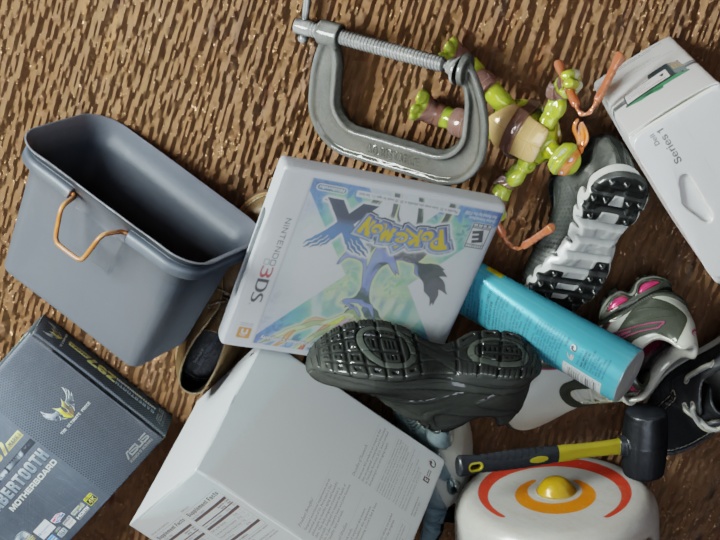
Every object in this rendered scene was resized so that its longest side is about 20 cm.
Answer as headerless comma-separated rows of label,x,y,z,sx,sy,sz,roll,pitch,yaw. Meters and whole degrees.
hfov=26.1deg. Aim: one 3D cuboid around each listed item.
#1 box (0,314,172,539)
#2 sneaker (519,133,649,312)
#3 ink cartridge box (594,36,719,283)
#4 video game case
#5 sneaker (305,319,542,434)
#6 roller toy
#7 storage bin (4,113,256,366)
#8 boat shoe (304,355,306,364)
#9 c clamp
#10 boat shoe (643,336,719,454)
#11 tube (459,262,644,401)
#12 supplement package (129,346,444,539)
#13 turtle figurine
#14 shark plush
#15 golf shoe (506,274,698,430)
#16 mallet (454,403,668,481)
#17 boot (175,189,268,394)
box,-0.298,0.164,1.444,0.158,0.051,0.200,41,105,-11
sneaker,0.190,-0.040,1.359,0.066,0.091,0.200,10,135,-15
ink cartridge box,0.271,-0.095,1.265,0.084,0.200,0.146,-32,106,10
video game case,0.000,0.000,1.309,0.200,0.022,0.183,9,122,-21
sneaker,0.051,0.099,1.325,0.199,0.076,0.091,7,128,-4
roller toy,0.176,0.250,1.393,0.182,0.200,0.140,-1,109,8
storage bin,-0.210,-0.017,1.316,0.200,0.145,0.135,35,118,15
boat shoe,-0.015,0.022,1.385,0.060,0.074,0.200,40,131,30
c clamp,0.023,-0.161,1.302,0.200,0.027,0.171,24,121,21
boat shoe,0.321,0.107,1.379,0.074,0.060,0.200,38,123,-13
tube,0.148,0.045,1.350,0.200,0.050,0.078,29,137,21
supplement package,-0.064,0.197,1.371,0.200,0.152,0.151,35,141,-11
turtle figurine,0.132,-0.130,1.310,0.161,0.064,0.200,35,123,14
shark plush,0.065,0.171,1.452,0.083,0.091,0.200,8,128,23
golf shoe,0.207,0.088,1.382,0.200,0.088,0.077,-39,129,15
mallet,0.181,0.151,1.365,0.199,0.041,0.066,2,107,-18
boot,-0.109,0.024,1.381,0.073,0.075,0.200,25,107,-6
